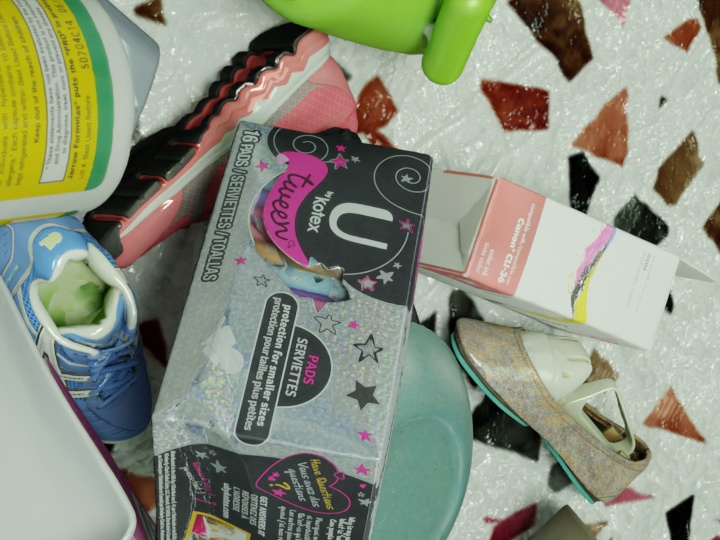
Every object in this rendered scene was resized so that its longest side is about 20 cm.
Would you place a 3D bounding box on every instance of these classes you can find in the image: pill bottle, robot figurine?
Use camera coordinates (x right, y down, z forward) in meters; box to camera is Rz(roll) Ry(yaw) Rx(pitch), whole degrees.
[{"bbox_3d":[-0.210,-0.070,0.625,0.198,0.112,0.114,-11,104,-41],"label":"pill bottle"},{"bbox_3d":[0.009,-0.189,0.812,0.115,0.177,0.199,-40,157,26],"label":"robot figurine"}]

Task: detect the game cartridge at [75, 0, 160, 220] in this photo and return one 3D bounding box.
[{"bbox_3d":[-0.203,-0.076,0.778,0.133,0.041,0.201,39,78,-32],"label":"game cartridge"}]

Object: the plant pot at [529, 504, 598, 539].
[{"bbox_3d":[0.140,0.291,0.957,0.173,0.200,0.201,-39,115,0],"label":"plant pot"}]

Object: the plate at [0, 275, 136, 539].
[{"bbox_3d":[-0.217,0.113,0.647,0.199,0.200,0.032,-34,139,-9],"label":"plate"}]

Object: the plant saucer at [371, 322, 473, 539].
[{"bbox_3d":[0.016,0.134,0.870,0.200,0.038,0.204,-21,119,-42],"label":"plant saucer"}]

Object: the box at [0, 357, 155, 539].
[{"bbox_3d":[-0.202,0.180,0.739,0.199,0.097,0.177,-30,123,-6],"label":"box"}]

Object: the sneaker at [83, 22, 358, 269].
[{"bbox_3d":[-0.074,-0.057,0.831,0.200,0.074,0.087,-45,117,-16],"label":"sneaker"}]

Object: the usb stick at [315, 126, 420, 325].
[{"bbox_3d":[0.000,0.000,0.872,0.055,0.033,0.201,-35,132,-18],"label":"usb stick"}]

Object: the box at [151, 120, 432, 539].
[{"bbox_3d":[-0.032,0.042,0.741,0.113,0.133,0.202,10,49,1],"label":"box"}]

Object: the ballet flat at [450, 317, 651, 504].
[{"bbox_3d":[0.139,0.085,0.973,0.067,0.068,0.200,-33,126,17],"label":"ballet flat"}]

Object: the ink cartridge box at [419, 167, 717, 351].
[{"bbox_3d":[0.124,-0.002,0.925,0.198,0.116,0.068,20,87,-30],"label":"ink cartridge box"}]

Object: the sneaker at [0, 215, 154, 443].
[{"bbox_3d":[-0.157,0.037,0.772,0.076,0.077,0.201,-43,141,-20],"label":"sneaker"}]
